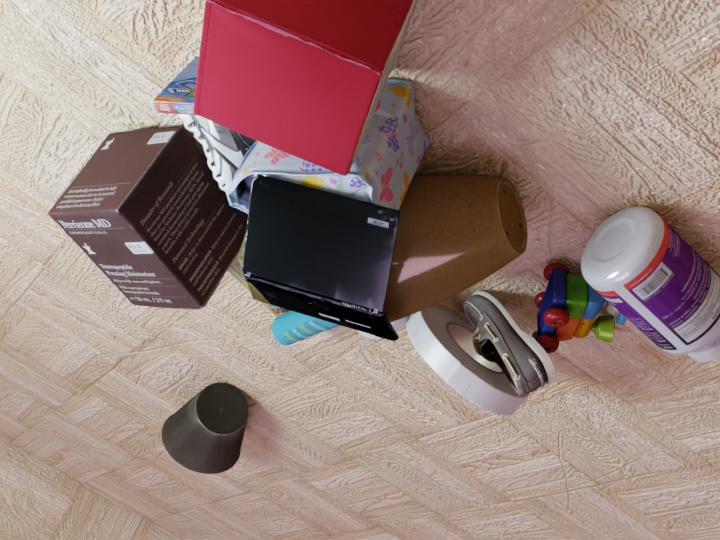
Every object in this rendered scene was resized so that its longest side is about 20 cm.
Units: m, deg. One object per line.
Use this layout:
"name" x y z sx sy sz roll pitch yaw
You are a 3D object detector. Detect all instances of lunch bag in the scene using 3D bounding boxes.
"lunch bag" -0.040 -0.131 1.157 0.198 0.171 0.128 5 140 24

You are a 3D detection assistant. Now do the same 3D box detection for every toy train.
"toy train" 0.293 0.076 1.341 0.114 0.085 0.201 6 147 3

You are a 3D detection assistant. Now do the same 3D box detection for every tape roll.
"tape roll" 0.153 0.123 1.400 0.202 0.203 0.037 34 107 -15

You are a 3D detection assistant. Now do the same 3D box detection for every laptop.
"laptop" -0.036 -0.009 1.146 0.175 0.104 0.200 16 166 15

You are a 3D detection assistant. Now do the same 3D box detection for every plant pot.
"plant pot" 0.097 -0.042 1.212 0.198 0.188 0.187 -12 135 28

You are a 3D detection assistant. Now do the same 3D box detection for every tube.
"tube" -0.065 0.071 1.552 0.077 0.051 0.199 21 151 -33

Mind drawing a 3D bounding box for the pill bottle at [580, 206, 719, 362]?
"pill bottle" 0.362 0.022 1.173 0.199 0.113 0.112 38 146 -23

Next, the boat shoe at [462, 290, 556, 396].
"boat shoe" 0.190 0.098 1.354 0.200 0.059 0.072 50 164 48

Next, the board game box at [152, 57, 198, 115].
"board game box" -0.136 -0.214 1.159 0.198 0.103 0.020 8 132 25

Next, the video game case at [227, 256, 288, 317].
"video game case" -0.115 0.015 1.551 0.180 0.023 0.200 -2 146 35

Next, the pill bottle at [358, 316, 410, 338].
"pill bottle" 0.000 0.000 1.375 0.115 0.117 0.201 4 143 29

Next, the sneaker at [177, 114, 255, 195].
"sneaker" -0.157 -0.163 1.257 0.090 0.067 0.201 -21 110 33

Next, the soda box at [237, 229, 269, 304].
"soda box" -0.122 -0.007 1.379 0.063 0.068 0.200 16 163 6

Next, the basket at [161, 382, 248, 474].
"basket" -0.312 0.323 2.053 0.179 0.137 0.200 24 145 -8

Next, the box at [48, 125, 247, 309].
"box" -0.290 -0.072 1.396 0.165 0.165 0.201 1 140 40

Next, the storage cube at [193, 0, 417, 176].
"storage cube" -0.052 -0.237 1.007 0.178 0.172 0.201 22 148 0
